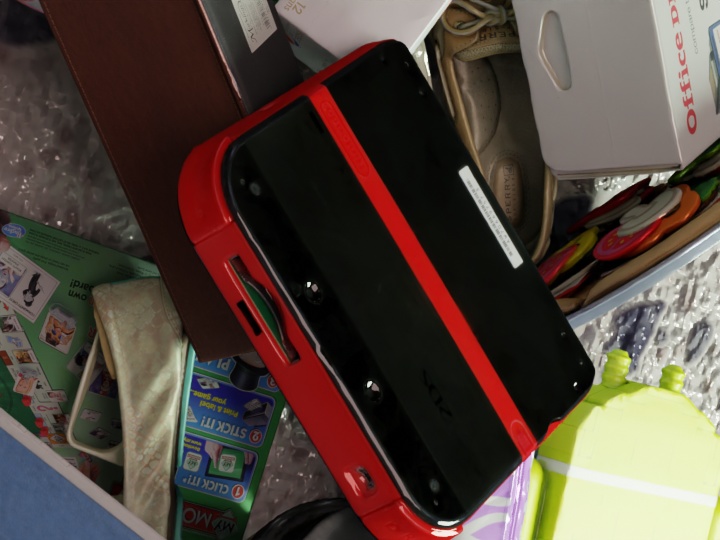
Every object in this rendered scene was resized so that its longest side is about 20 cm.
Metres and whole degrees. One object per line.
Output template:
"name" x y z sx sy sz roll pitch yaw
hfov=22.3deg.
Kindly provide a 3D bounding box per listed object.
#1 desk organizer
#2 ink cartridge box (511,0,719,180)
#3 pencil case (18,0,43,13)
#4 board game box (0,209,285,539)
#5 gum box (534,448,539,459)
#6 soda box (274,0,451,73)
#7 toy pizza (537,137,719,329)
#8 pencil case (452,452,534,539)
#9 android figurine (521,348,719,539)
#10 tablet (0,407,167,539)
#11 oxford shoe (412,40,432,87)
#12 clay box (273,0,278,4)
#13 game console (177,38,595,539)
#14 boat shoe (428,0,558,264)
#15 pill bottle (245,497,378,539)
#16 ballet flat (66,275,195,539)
"desk organizer" -0.068 -0.062 0.851 0.201 0.077 0.072 68 25 -20
"ink cartridge box" 0.169 -0.151 1.027 0.200 0.087 0.146 -33 115 -50
"pencil case" -0.116 -0.215 0.872 0.083 0.091 0.201 19 87 -30
"board game box" -0.130 0.059 0.934 0.199 0.029 0.135 21 85 -33
"gum box" 0.076 0.179 1.073 0.200 0.044 0.171 25 82 -32
"soda box" 0.039 -0.182 0.915 0.068 0.064 0.200 37 83 -2
"toy pizza" 0.155 -0.025 1.014 0.200 0.200 0.032 -36 96 -24
"pencil case" 0.059 0.114 0.953 0.084 0.085 0.201 -26 128 -50
"android figurine" 0.147 0.148 1.065 0.181 0.041 0.201 13 88 -34
"tablet" -0.120 0.157 0.839 0.014 0.200 0.131 -25 140 -50
"oxford shoe" 0.014 -0.074 0.994 0.057 0.075 0.201 -15 110 -4
"clay box" 0.003 -0.237 0.938 0.200 0.048 0.115 -50 160 -19
"game console" 0.017 0.008 0.818 0.200 0.031 0.177 59 39 -6
"boat shoe" 0.078 -0.103 1.018 0.073 0.063 0.202 -5 104 -6
"pill bottle" -0.018 0.171 0.873 0.111 0.200 0.112 5 71 -15
"ballet flat" -0.115 0.102 0.906 0.062 0.067 0.201 4 90 -8
